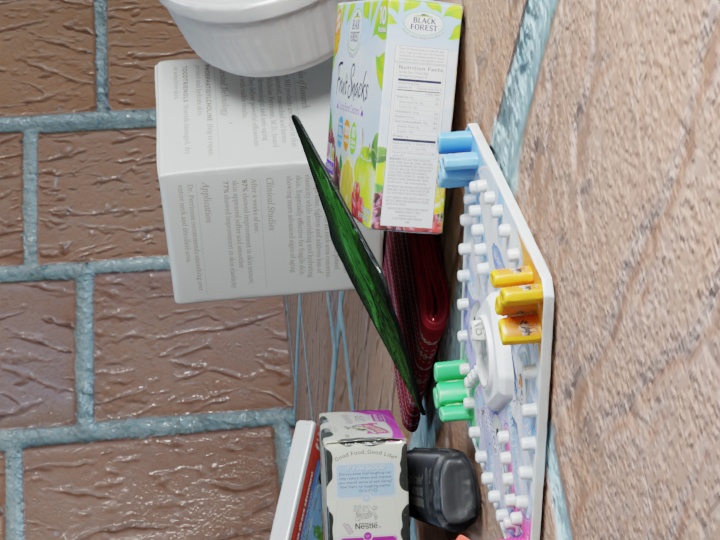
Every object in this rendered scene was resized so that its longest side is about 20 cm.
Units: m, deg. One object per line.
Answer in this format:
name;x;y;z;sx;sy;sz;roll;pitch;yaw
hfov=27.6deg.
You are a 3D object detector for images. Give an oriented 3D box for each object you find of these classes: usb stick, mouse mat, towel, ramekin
usb stick;0.053;0.152;1.033;0.200;0.032;0.056;127;141;-81
mouse mat;0.000;0.000;1.034;0.200;0.008;0.161;74;170;-57
towel;0.040;0.021;1.113;0.200;0.022;0.145;96;168;-62
ramekin;-0.077;-0.254;1.273;0.094;0.202;0.203;73;-175;-46

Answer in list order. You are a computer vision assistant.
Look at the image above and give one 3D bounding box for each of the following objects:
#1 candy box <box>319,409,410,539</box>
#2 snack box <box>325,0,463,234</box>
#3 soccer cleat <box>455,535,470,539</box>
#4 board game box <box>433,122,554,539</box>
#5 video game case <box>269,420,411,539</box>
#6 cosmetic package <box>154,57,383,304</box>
candy box;0.004;0.210;1.065;0.136;0.061;0.201;-131;38;-85
snack box;0.017;-0.108;0.982;0.200;0.053;0.143;-139;54;-77
soccer cleat;0.071;0.222;0.797;0.200;0.069;0.078;-108;-1;-68
board game box;0.070;0.047;0.830;0.200;0.026;0.201;-105;13;-60
video game case;-0.015;0.222;1.173;0.200;0.017;0.143;47;-131;-53
cosmetic package;-0.085;-0.088;1.373;0.167;0.199;0.168;-99;7;-45
